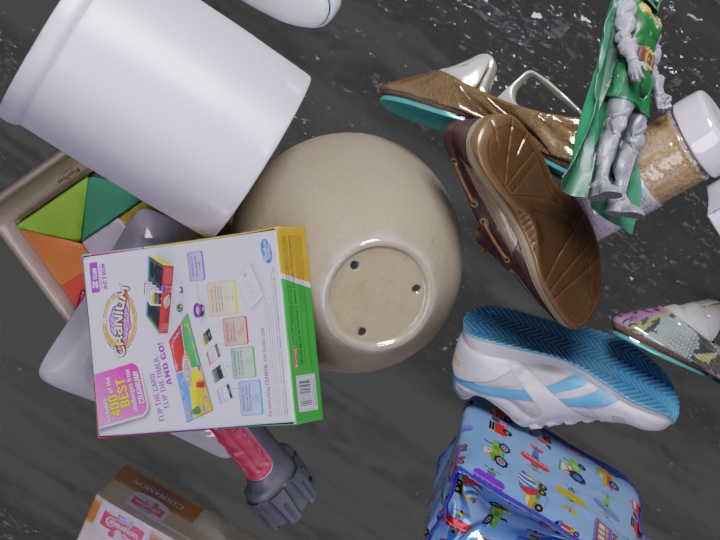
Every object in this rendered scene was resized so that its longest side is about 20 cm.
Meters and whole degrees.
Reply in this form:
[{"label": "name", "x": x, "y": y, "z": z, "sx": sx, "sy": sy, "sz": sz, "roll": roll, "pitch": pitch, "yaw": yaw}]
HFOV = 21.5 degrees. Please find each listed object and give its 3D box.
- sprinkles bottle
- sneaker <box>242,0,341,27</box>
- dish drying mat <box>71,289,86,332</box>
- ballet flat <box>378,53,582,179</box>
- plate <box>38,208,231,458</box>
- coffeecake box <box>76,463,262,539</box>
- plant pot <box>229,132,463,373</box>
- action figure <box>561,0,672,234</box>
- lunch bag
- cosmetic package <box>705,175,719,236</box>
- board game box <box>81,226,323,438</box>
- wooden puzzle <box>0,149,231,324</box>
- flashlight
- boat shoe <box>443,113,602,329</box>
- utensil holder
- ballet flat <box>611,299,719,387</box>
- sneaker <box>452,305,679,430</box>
[{"label": "sprinkles bottle", "x": 0.210, "y": -0.069, "z": 1.553, "sx": 0.199, "sy": 0.068, "sz": 0.068, "roll": -31, "pitch": 106, "yaw": 20}, {"label": "sneaker", "x": -0.111, "y": -0.247, "z": 1.513, "sx": 0.199, "sy": 0.071, "sz": 0.073, "roll": 30, "pitch": 132, "yaw": -1}, {"label": "dish drying mat", "x": -0.156, "y": 0.067, "z": 1.670, "sx": 0.199, "sy": 0.018, "sz": 0.077, "roll": 13, "pitch": 122, "yaw": -12}, {"label": "ballet flat", "x": 0.114, "y": -0.132, "z": 1.535, "sx": 0.199, "sy": 0.068, "sz": 0.073, "roll": 23, "pitch": 84, "yaw": 21}, {"label": "plate", "x": -0.149, "y": 0.066, "z": 1.640, "sx": 0.199, "sy": 0.032, "sz": 0.200, "roll": 26, "pitch": 117, "yaw": -19}, {"label": "coffeecake box", "x": -0.199, "y": 0.307, "z": 1.766, "sx": 0.153, "sy": 0.073, "sz": 0.201, "roll": 29, "pitch": 116, "yaw": 7}, {"label": "plant pot", "x": 0.000, "y": 0.000, "z": 1.545, "sx": 0.199, "sy": 0.134, "sz": 0.202, "roll": -4, "pitch": 107, "yaw": -12}, {"label": "action figure", "x": 0.209, "y": -0.143, "z": 1.479, "sx": 0.054, "sy": 0.201, "sz": 0.118, "roll": 0, "pitch": 160, "yaw": 31}, {"label": "lunch bag", "x": 0.165, "y": 0.204, "z": 1.636, "sx": 0.199, "sy": 0.151, "sz": 0.095, "roll": 21, "pitch": 116, "yaw": -1}, {"label": "cosmetic package", "x": 0.361, "y": -0.001, "z": 1.538, "sx": 0.081, "sy": 0.113, "sz": 0.201, "roll": -28, "pitch": 105, "yaw": 18}, {"label": "board game box", "x": -0.129, "y": 0.051, "z": 1.511, "sx": 0.199, "sy": 0.040, "sz": 0.154, "roll": -6, "pitch": 88, "yaw": 32}, {"label": "wooden puzzle", "x": -0.207, "y": -0.021, "z": 1.654, "sx": 0.184, "sy": 0.037, "sz": 0.200, "roll": -32, "pitch": 106, "yaw": 20}, {"label": "flashlight", "x": -0.114, "y": 0.144, "z": 1.635, "sx": 0.067, "sy": 0.068, "sz": 0.200, "roll": -25, "pitch": 121, "yaw": 14}, {"label": "boat shoe", "x": 0.126, "y": -0.039, "z": 1.515, "sx": 0.072, "sy": 0.072, "sz": 0.200, "roll": 5, "pitch": 136, "yaw": 51}, {"label": "utensil holder", "x": -0.162, "y": -0.144, "z": 1.524, "sx": 0.199, "sy": 0.170, "sz": 0.170, "roll": 31, "pitch": 115, "yaw": -9}, {"label": "ballet flat", "x": 0.307, "y": 0.070, "z": 1.609, "sx": 0.199, "sy": 0.069, "sz": 0.071, "roll": 30, "pitch": 97, "yaw": -10}, {"label": "sneaker", "x": 0.176, "y": 0.097, "z": 1.636, "sx": 0.199, "sy": 0.077, "sz": 0.081, "roll": 19, "pitch": 124, "yaw": 7}]
